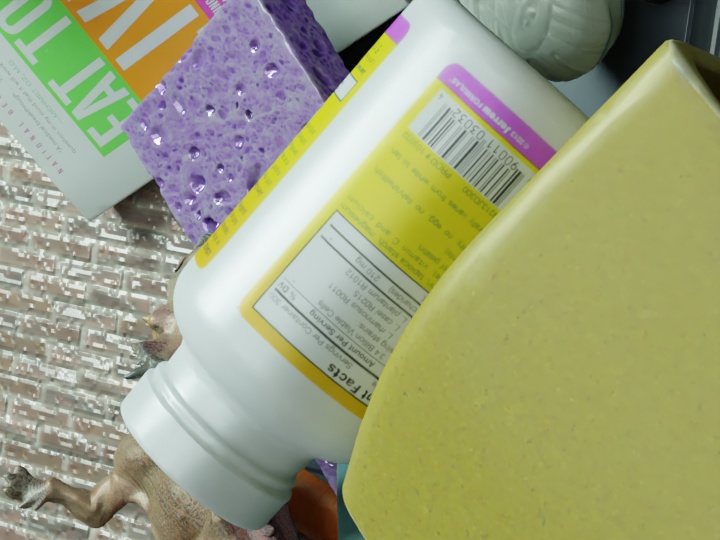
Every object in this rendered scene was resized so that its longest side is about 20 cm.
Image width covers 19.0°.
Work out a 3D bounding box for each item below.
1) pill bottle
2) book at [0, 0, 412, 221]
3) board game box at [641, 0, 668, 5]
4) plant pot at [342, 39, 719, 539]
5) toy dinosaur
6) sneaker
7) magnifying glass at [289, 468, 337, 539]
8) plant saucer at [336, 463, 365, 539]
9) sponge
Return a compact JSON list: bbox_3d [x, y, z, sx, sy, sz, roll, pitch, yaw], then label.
[{"bbox_3d":[0.000,0.000,0.811,0.200,0.104,0.104,-48,65,7],"label":"pill bottle"},{"bbox_3d":[-0.088,-0.125,0.968,0.199,0.048,0.134,-32,102,28],"label":"book"},{"bbox_3d":[0.142,-0.224,0.854,0.135,0.028,0.201,-21,79,31],"label":"board game box"},{"bbox_3d":[0.112,0.065,0.752,0.200,0.194,0.196,-38,74,19],"label":"plant pot"},{"bbox_3d":[-0.060,0.100,0.918,0.135,0.086,0.201,-35,87,42],"label":"toy dinosaur"},{"bbox_3d":[0.039,-0.166,0.856,0.072,0.073,0.201,-28,103,16],"label":"sneaker"},{"bbox_3d":[0.029,0.133,0.927,0.199,0.022,0.080,29,104,28],"label":"magnifying glass"},{"bbox_3d":[0.019,0.123,0.808,0.019,0.200,0.070,-39,102,8],"label":"plant saucer"},{"bbox_3d":[-0.020,-0.014,0.912,0.111,0.030,0.201,-41,76,40],"label":"sponge"}]
